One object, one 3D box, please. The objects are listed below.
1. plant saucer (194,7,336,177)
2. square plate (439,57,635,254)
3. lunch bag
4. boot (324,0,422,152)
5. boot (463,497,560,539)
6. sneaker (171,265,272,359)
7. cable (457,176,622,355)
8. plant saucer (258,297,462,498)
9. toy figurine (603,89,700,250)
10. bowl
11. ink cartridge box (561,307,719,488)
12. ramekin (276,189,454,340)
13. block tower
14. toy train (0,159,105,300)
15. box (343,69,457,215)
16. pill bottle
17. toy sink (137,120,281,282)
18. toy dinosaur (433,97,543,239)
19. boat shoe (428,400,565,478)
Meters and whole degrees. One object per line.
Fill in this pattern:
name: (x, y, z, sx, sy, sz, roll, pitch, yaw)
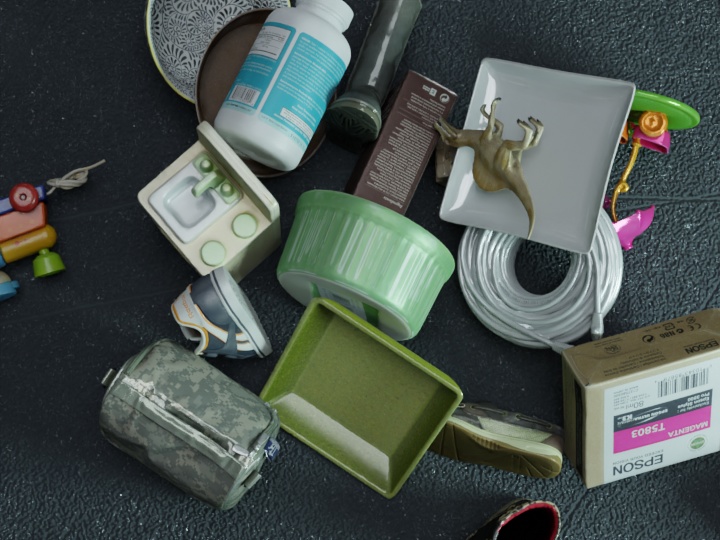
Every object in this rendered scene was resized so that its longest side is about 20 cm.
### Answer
plant saucer: (-0.120, -0.215, 1.579, 0.199, 0.034, 0.203, -8, 103, -35)
square plate: (0.205, -0.134, 1.509, 0.197, 0.028, 0.202, 15, 89, 29)
lunch bag: (-0.190, 0.174, 1.453, 0.199, 0.168, 0.140, 33, 88, 3)
boot: (0.024, -0.253, 1.575, 0.072, 0.182, 0.201, 30, 81, -9)
boot: (0.144, 0.330, 1.460, 0.200, 0.151, 0.073, -40, 83, -12)
sneaker: (-0.160, 0.058, 1.481, 0.079, 0.200, 0.079, -28, 65, -1)
cable: (0.215, -0.009, 1.548, 0.198, 0.069, 0.202, 15, 94, 24)
plant saucer: (0.001, 0.138, 1.499, 0.199, 0.200, 0.048, 33, 38, 3)
toy figurine: (0.297, -0.120, 1.596, 0.198, 0.150, 0.186, 14, 86, 15)
bowl: (-0.191, -0.303, 1.590, 0.199, 0.094, 0.203, -8, 104, -34)
ink cartridge box: (0.337, 0.148, 1.507, 0.198, 0.166, 0.075, -15, 36, -8)
ramekin: (0.000, 0.000, 1.496, 0.198, 0.200, 0.098, 24, 74, 1)
block tower: (0.183, -0.143, 1.570, 0.198, 0.054, 0.059, -8, 78, 28)
toy train: (-0.379, -0.045, 1.545, 0.198, 0.085, 0.117, -21, 90, -9)
box: (0.037, -0.131, 1.579, 0.074, 0.100, 0.202, 25, 76, -9)
pill bottle: (-0.082, -0.227, 1.516, 0.110, 0.111, 0.201, 27, 82, 2)
toy sink: (-0.174, -0.063, 1.499, 0.112, 0.200, 0.131, -41, 84, -10)
toy dinosaur: (0.169, -0.128, 1.491, 0.200, 0.058, 0.102, 50, 120, 34)
boat shoe: (0.145, 0.189, 1.540, 0.198, 0.074, 0.065, 18, 51, 8)
